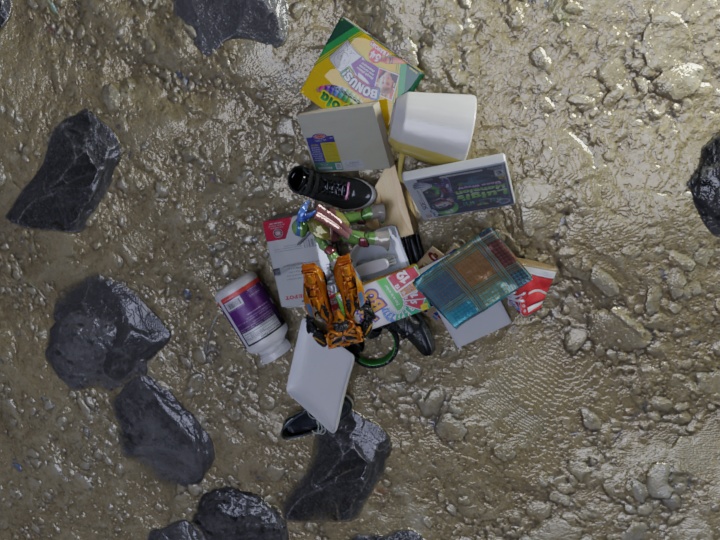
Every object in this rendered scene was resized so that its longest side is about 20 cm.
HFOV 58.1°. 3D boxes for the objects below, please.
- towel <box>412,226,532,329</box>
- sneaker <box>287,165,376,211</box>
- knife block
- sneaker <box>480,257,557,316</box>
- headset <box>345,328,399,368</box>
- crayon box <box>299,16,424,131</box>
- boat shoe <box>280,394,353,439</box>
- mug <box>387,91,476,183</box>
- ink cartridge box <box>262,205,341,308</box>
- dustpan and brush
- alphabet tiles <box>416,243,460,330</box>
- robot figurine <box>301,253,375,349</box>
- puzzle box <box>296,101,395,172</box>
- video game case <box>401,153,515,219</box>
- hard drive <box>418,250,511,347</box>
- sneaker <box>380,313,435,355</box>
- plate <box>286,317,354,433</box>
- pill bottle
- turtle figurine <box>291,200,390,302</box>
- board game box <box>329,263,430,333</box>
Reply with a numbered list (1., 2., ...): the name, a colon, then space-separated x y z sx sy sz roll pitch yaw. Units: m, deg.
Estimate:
1. towel: 0.221 0.020 1.291 0.199 0.022 0.147 -36 110 26
2. sneaker: -0.069 -0.172 1.363 0.198 0.099 0.072 15 95 29
3. knife block: 0.092 -0.108 1.387 0.174 0.064 0.202 31 110 4
4. sneaker: 0.302 0.029 1.334 0.197 0.071 0.114 11 105 -16
5. headset: -0.001 0.145 1.465 0.200 0.094 0.123 42 111 -12
6. crayon box: 0.003 -0.386 1.335 0.199 0.058 0.173 35 111 3
7. boat shoe: -0.108 0.356 1.568 0.198 0.062 0.076 -22 98 19
8. mug: 0.131 -0.261 1.266 0.151 0.149 0.189 11 92 -3
9. ink cartridge box: -0.121 -0.030 1.453 0.143 0.083 0.203 -8 103 16
10. dustpan and brush: 0.000 0.000 1.378 0.198 0.057 0.141 -17 100 23
11. alphabet tiles: 0.198 0.040 1.398 0.199 0.008 0.168 35 112 -16
12. robot figurine: -0.048 0.072 1.282 0.143 0.058 0.202 -13 117 1
13. puzzle box: -0.032 -0.272 1.341 0.198 0.025 0.134 4 125 35
14. video game case: 0.200 -0.162 1.293 0.197 0.182 0.024 -9 67 16
15. hard drive: 0.222 0.056 1.385 0.131 0.025 0.201 -26 112 12
16. sneaker: 0.075 0.117 1.413 0.114 0.076 0.201 -32 85 -24
17. plate: -0.089 0.239 1.503 0.199 0.032 0.203 30 112 43
18. pill bottle: -0.244 0.112 1.510 0.112 0.112 0.202 -28 97 20
19. turtle figurine: -0.042 -0.065 1.326 0.191 0.144 0.202 -6 120 -6
20. board game box: 0.038 0.065 1.347 0.198 0.030 0.097 -20 99 4
